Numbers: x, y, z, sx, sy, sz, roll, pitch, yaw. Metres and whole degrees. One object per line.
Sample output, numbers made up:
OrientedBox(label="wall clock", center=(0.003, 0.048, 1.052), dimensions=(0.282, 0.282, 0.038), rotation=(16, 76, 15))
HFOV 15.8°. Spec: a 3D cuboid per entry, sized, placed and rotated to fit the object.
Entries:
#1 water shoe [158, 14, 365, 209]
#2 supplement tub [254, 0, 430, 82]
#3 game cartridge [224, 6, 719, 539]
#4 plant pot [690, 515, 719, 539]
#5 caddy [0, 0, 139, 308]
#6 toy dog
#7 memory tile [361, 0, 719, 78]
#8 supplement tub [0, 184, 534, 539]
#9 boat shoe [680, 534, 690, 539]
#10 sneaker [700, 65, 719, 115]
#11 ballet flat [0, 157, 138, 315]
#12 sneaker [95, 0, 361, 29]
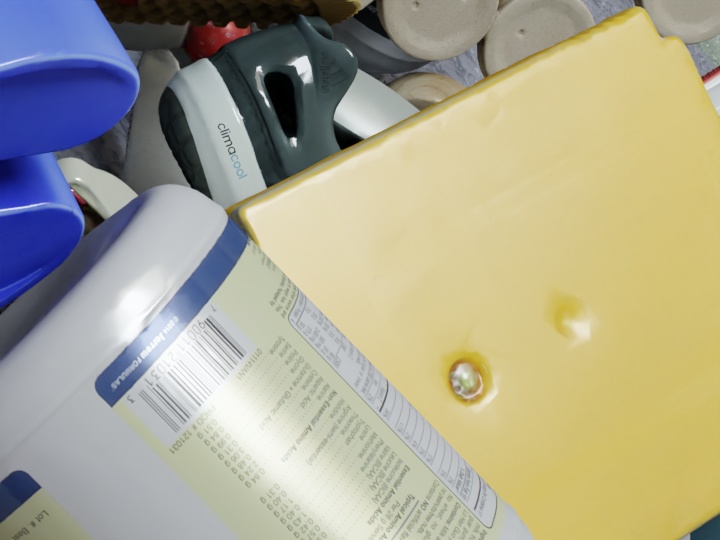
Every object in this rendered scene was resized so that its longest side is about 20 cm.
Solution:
OrientedBox(label="water shoe", center=(0.000, 0.000, 0.945), dimensions=(0.200, 0.079, 0.072), rotation=(63, -4, -35))
OrientedBox(label="supplement tub", center=(0.024, -0.174, 1.118), dimensions=(0.140, 0.200, 0.141), rotation=(36, 32, -26))
OrientedBox(label="game cartridge", center=(0.066, 0.020, 0.913), dimensions=(0.200, 0.032, 0.177), rotation=(-28, 94, -31))
OrientedBox(label="plant pot", center=(0.156, 0.079, 1.061), dimensions=(0.134, 0.200, 0.200), rotation=(16, 36, -5))
OrientedBox(label="caddy", center=(-0.161, -0.046, 0.733), dimensions=(0.200, 0.141, 0.105), rotation=(-20, 62, -36))
OrientedBox(label="toy dog", center=(-0.041, -0.052, 1.029), dimensions=(0.200, 0.096, 0.132), rotation=(40, 31, 9))
OrientedBox(label="memory tile", center=(0.074, -0.143, 1.028), dimensions=(0.200, 0.153, 0.017), rotation=(22, 15, -27))
OrientedBox(label="supplement tub", center=(-0.037, 0.089, 0.784), dimensions=(0.200, 0.145, 0.145), rotation=(46, 29, -9))
OrientedBox(label="boat shoe", center=(0.086, 0.022, 0.997), dimensions=(0.065, 0.074, 0.200), rotation=(2, 65, -13))
OrientedBox(label="sneaker", center=(0.135, -0.006, 1.130), dimensions=(0.200, 0.078, 0.116), rotation=(-34, 79, -19))
OrientedBox(label="ballet flat", center=(-0.126, -0.023, 0.872), dimensions=(0.200, 0.064, 0.076), rotation=(24, 41, -40))
OrientedBox(label="sneaker", center=(-0.093, -0.139, 0.937), dimensions=(0.075, 0.199, 0.090), rotation=(62, 34, -81))
